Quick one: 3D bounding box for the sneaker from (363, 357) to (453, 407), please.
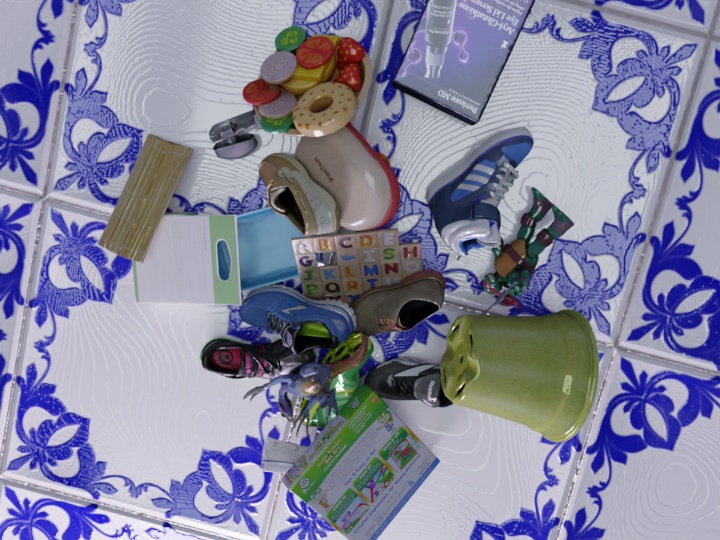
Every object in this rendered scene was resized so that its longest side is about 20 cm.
[{"bbox_3d":[0.102,0.185,1.229,0.196,0.091,0.068,-1,100,3],"label":"sneaker"}]

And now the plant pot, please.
[{"bbox_3d":[0.226,0.146,1.141,0.181,0.200,0.204,9,100,-14],"label":"plant pot"}]

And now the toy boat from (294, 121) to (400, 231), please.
[{"bbox_3d":[-0.004,-0.154,1.169,0.201,0.129,0.131,52,133,27],"label":"toy boat"}]

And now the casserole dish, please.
[{"bbox_3d":[-0.156,-0.040,1.233,0.197,0.039,0.123,-15,98,4],"label":"casserole dish"}]

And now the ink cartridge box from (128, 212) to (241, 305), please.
[{"bbox_3d":[-0.275,-0.020,1.215,0.196,0.048,0.148,0,99,17],"label":"ink cartridge box"}]

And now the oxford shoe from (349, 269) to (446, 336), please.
[{"bbox_3d":[0.045,0.068,1.204,0.198,0.075,0.071,-30,118,25],"label":"oxford shoe"}]

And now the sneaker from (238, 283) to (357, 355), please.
[{"bbox_3d":[-0.110,0.081,1.205,0.197,0.089,0.080,7,122,20],"label":"sneaker"}]

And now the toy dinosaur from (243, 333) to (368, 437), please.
[{"bbox_3d":[-0.076,0.190,1.194,0.198,0.181,0.106,-31,97,-16],"label":"toy dinosaur"}]

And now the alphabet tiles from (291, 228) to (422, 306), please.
[{"bbox_3d":[0.000,0.000,1.195,0.196,0.008,0.169,-5,137,3],"label":"alphabet tiles"}]

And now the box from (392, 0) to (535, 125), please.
[{"bbox_3d":[0.151,-0.341,1.136,0.146,0.104,0.203,23,99,-2],"label":"box"}]

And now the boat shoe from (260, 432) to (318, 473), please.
[{"bbox_3d":[-0.068,0.310,1.272,0.196,0.071,0.071,5,75,-5],"label":"boat shoe"}]

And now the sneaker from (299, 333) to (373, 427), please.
[{"bbox_3d":[-0.029,0.183,1.244,0.083,0.075,0.201,22,119,-21],"label":"sneaker"}]

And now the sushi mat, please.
[{"bbox_3d":[-0.343,-0.116,1.203,0.094,0.012,0.203,21,84,20],"label":"sushi mat"}]

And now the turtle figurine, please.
[{"bbox_3d":[0.238,-0.026,1.189,0.201,0.100,0.150,-50,53,12],"label":"turtle figurine"}]

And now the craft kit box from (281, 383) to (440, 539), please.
[{"bbox_3d":[0.005,0.322,1.218,0.200,0.048,0.198,-47,120,-11],"label":"craft kit box"}]

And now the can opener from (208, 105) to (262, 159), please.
[{"bbox_3d":[-0.147,-0.236,1.203,0.197,0.054,0.067,-19,130,5],"label":"can opener"}]

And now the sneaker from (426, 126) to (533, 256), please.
[{"bbox_3d":[0.204,-0.107,1.150,0.199,0.080,0.148,-34,58,15],"label":"sneaker"}]

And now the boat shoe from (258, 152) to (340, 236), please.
[{"bbox_3d":[-0.108,-0.118,1.150,0.066,0.200,0.075,-22,132,-29],"label":"boat shoe"}]

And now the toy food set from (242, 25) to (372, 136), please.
[{"bbox_3d":[-0.079,-0.283,1.135,0.195,0.049,0.203,11,66,23],"label":"toy food set"}]

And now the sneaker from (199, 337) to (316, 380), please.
[{"bbox_3d":[-0.169,0.153,1.241,0.196,0.084,0.078,-1,100,3],"label":"sneaker"}]
